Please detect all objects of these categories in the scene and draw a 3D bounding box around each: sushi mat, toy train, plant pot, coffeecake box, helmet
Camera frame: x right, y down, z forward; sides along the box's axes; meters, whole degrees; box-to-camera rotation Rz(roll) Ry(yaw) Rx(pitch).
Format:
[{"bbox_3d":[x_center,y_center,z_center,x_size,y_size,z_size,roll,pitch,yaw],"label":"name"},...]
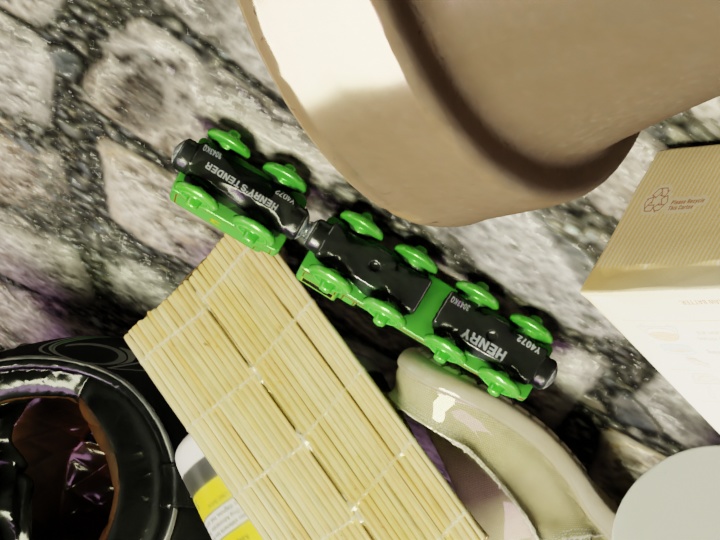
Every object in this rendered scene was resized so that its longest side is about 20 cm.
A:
[{"bbox_3d":[-0.028,0.078,1.209,0.200,0.096,0.012,54,-160,17],"label":"sushi mat"},{"bbox_3d":[0.000,0.000,1.168,0.200,0.042,0.056,32,167,0],"label":"toy train"},{"bbox_3d":[0.081,-0.119,0.682,0.174,0.201,0.200,-8,138,30],"label":"plant pot"},{"bbox_3d":[0.205,0.040,0.951,0.200,0.073,0.153,44,154,-27],"label":"coffeecake box"},{"bbox_3d":[-0.146,0.127,1.408,0.200,0.200,0.191,25,178,15],"label":"helmet"}]

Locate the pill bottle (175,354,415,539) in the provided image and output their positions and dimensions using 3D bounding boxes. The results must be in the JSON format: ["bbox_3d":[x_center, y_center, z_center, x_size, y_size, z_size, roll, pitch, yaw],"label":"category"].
[{"bbox_3d":[0.000,0.153,1.267,0.200,0.114,0.114,63,160,12],"label":"pill bottle"}]

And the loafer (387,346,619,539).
[{"bbox_3d":[0.078,0.113,1.233,0.200,0.068,0.076,44,176,-27],"label":"loafer"}]

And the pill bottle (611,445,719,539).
[{"bbox_3d":[0.181,0.169,1.184,0.112,0.113,0.200,16,151,33],"label":"pill bottle"}]
